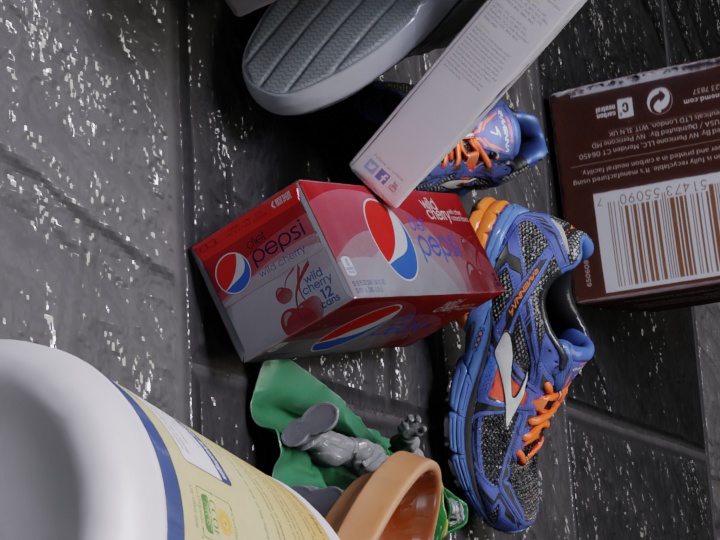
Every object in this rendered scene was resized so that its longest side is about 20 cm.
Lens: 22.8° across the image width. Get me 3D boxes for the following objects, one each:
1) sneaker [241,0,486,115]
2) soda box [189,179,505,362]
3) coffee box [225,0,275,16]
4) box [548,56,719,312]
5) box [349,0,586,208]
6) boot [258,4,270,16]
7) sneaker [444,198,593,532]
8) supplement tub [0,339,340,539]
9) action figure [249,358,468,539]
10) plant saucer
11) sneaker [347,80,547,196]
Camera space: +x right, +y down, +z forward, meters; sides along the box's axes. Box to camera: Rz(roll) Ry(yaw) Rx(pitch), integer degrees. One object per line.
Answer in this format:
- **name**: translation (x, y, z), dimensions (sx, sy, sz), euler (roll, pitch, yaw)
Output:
- **sneaker**: translation (0.028, -0.135, 0.896), dimensions (0.200, 0.073, 0.071), euler (-40, 148, -15)
- **soda box**: translation (0.000, 0.000, 0.895), dimensions (0.064, 0.070, 0.200), euler (64, 21, 11)
- **coffee box**: translation (-0.014, -0.227, 0.864), dimensions (0.115, 0.080, 0.200), euler (55, 47, -17)
- **box**: translation (0.260, -0.061, 1.383), dimensions (0.200, 0.165, 0.165), euler (7, 75, -65)
- **box**: translation (0.085, -0.129, 0.881), dimensions (0.036, 0.200, 0.144), euler (43, 27, 0)
- **boot**: translation (-0.018, -0.210, 0.957), dimensions (0.146, 0.070, 0.201), euler (-10, 83, -57)
- **sneaker**: translation (0.096, 0.060, 1.049), dimensions (0.075, 0.078, 0.201), euler (-28, 121, -64)
- **supplement tub**: translation (-0.084, 0.120, 0.595), dimensions (0.200, 0.144, 0.145), euler (41, 46, -54)
- **action figure**: translation (0.012, 0.115, 0.921), dimensions (0.200, 0.054, 0.119), euler (32, 50, -64)
- **plant saucer**: translation (-0.016, 0.172, 0.772), dimensions (0.200, 0.032, 0.201), euler (19, 90, -77)
- **sneaker**: translation (0.051, -0.080, 1.039), dimensions (0.200, 0.078, 0.076), euler (-14, 93, -66)
